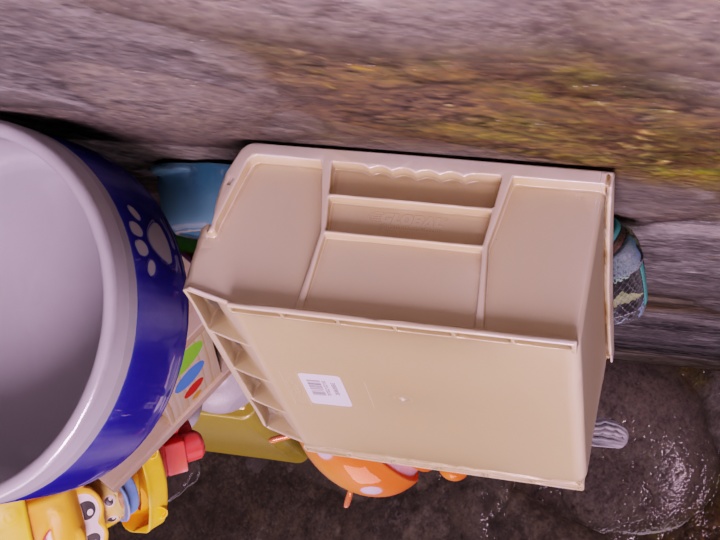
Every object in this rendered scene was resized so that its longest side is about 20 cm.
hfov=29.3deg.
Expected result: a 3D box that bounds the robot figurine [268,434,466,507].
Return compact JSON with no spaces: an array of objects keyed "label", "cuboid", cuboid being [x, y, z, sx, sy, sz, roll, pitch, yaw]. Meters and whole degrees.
[{"label":"robot figurine","cuboid":[0.034,0.079,0.965,0.117,0.200,0.144,52,-169,28]}]

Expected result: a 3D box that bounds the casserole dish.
[{"label":"casserole dish","cuboid":[-0.034,-0.030,0.845,0.200,0.039,0.121,10,174,-28]}]

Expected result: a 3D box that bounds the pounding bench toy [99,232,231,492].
[{"label":"pounding bench toy","cuboid":[-0.142,0.014,0.881,0.124,0.200,0.156,40,163,12]}]

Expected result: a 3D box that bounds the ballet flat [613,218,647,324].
[{"label":"ballet flat","cuboid":[0.088,0.020,0.854,0.200,0.074,0.074,-9,166,42]}]

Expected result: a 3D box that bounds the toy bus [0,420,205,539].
[{"label":"toy bus","cuboid":[-0.202,0.148,1.002,0.192,0.136,0.200,-12,-158,-20]}]

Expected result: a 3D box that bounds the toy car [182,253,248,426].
[{"label":"toy car","cuboid":[-0.160,0.036,1.150,0.200,0.175,0.150,-24,159,-48]}]

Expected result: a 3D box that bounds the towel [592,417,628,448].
[{"label":"towel","cuboid":[0.099,0.110,1.109,0.200,0.024,0.147,10,178,43]}]

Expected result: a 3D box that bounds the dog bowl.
[{"label":"dog bowl","cuboid":[-0.194,0.023,0.726,0.200,0.200,0.079,5,178,23]}]

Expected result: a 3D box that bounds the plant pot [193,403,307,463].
[{"label":"plant pot","cuboid":[-0.145,0.076,1.339,0.200,0.200,0.176,6,172,5]}]

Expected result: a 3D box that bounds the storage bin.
[{"label":"storage bin","cuboid":[0.031,0.030,0.738,0.198,0.094,0.200,7,154,13]}]

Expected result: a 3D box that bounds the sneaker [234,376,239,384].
[{"label":"sneaker","cuboid":[0.020,0.081,0.874,0.200,0.077,0.082,17,154,18]}]
